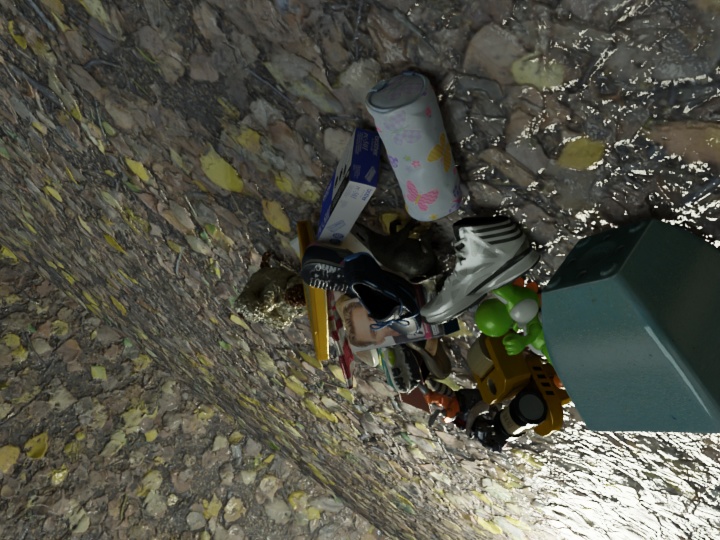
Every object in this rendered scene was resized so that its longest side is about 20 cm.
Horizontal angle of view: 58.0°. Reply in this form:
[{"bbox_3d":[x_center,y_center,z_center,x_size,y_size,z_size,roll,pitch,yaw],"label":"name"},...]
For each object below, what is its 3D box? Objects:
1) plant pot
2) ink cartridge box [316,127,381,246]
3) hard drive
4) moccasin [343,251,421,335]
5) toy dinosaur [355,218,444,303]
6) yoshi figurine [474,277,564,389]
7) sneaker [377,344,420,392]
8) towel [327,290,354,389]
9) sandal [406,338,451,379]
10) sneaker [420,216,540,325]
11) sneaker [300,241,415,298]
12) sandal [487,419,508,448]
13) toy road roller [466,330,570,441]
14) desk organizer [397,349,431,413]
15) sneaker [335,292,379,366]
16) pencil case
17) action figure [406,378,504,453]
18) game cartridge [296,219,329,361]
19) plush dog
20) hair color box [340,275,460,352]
[{"bbox_3d":[0.339,0.054,0.789,0.200,0.196,0.196,52,149,-11],"label":"plant pot"},{"bbox_3d":[-0.020,-0.123,1.005,0.044,0.094,0.200,12,155,-12],"label":"ink cartridge box"},{"bbox_3d":[-0.045,-0.040,1.236,0.132,0.026,0.200,44,150,-13],"label":"hard drive"},{"bbox_3d":[0.030,0.055,1.024,0.080,0.068,0.200,-27,131,26],"label":"moccasin"},{"bbox_3d":[0.070,-0.032,1.038,0.200,0.102,0.077,31,151,8],"label":"toy dinosaur"},{"bbox_3d":[0.257,0.098,1.024,0.200,0.112,0.112,45,157,-9],"label":"yoshi figurine"},{"bbox_3d":[0.055,0.142,1.272,0.080,0.077,0.201,-5,96,66],"label":"sneaker"},{"bbox_3d":[-0.043,0.127,1.319,0.144,0.023,0.201,-88,-17,-83],"label":"towel"},{"bbox_3d":[0.134,0.134,1.246,0.054,0.082,0.200,-15,122,33],"label":"sandal"},{"bbox_3d":[0.150,-0.010,0.959,0.200,0.076,0.115,-35,96,21],"label":"sneaker"},{"bbox_3d":[0.000,0.000,1.077,0.200,0.082,0.070,19,128,-17],"label":"sneaker"},{"bbox_3d":[0.299,0.364,1.435,0.075,0.045,0.200,32,152,8],"label":"sandal"},{"bbox_3d":[0.291,0.192,1.140,0.123,0.146,0.200,106,145,-61],"label":"toy road roller"},{"bbox_3d":[0.120,0.221,1.396,0.077,0.072,0.200,17,146,28],"label":"desk organizer"},{"bbox_3d":[0.017,0.110,1.321,0.075,0.085,0.200,23,144,36],"label":"sneaker"},{"bbox_3d":[0.073,-0.159,0.864,0.091,0.083,0.200,11,143,36],"label":"pencil case"},{"bbox_3d":[0.213,0.279,1.302,0.193,0.105,0.200,10,-171,-28],"label":"action figure"},{"bbox_3d":[-0.088,0.038,1.197,0.032,0.177,0.200,-7,134,-9],"label":"game cartridge"},{"bbox_3d":[-0.153,0.050,1.405,0.171,0.161,0.200,11,172,19],"label":"plush dog"},{"bbox_3d":[0.067,0.080,1.151,0.200,0.060,0.100,-16,86,36],"label":"hair color box"}]
